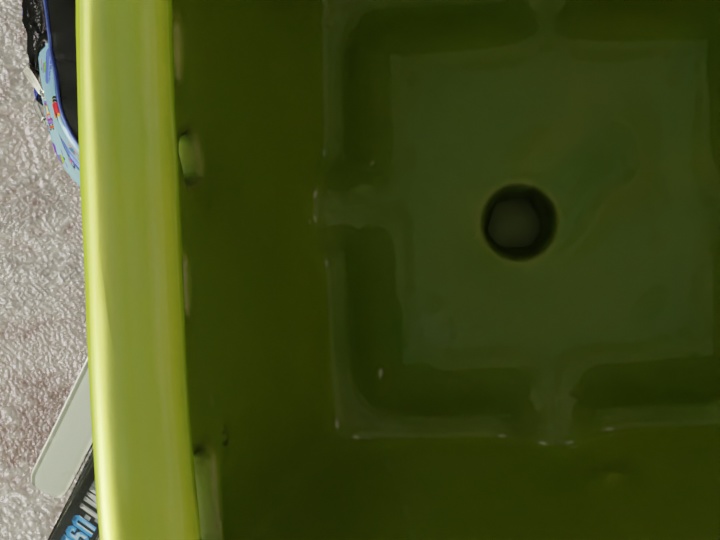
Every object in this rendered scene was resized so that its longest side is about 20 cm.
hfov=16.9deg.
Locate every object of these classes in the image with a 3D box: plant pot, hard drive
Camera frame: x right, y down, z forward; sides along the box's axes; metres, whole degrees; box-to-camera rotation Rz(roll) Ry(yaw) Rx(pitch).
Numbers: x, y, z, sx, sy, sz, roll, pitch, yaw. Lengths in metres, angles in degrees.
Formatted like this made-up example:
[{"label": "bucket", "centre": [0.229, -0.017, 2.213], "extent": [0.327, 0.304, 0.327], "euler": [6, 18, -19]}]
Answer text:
[{"label": "plant pot", "centre": [0.046, -0.016, 0.503], "extent": [0.181, 0.200, 0.199], "euler": [180, 88, -86]}, {"label": "hard drive", "centre": [-0.145, 0.039, 1.518], "extent": [0.132, 0.026, 0.200], "euler": [-61, 3, 28]}]

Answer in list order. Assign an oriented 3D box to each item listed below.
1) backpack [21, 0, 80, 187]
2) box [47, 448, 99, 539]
[{"label": "backpack", "centre": [-0.121, -0.118, 1.539], "extent": [0.135, 0.182, 0.200], "euler": [119, 145, -56]}, {"label": "box", "centre": [-0.127, 0.085, 1.491], "extent": [0.199, 0.050, 0.200], "euler": [-64, 4, -38]}]
